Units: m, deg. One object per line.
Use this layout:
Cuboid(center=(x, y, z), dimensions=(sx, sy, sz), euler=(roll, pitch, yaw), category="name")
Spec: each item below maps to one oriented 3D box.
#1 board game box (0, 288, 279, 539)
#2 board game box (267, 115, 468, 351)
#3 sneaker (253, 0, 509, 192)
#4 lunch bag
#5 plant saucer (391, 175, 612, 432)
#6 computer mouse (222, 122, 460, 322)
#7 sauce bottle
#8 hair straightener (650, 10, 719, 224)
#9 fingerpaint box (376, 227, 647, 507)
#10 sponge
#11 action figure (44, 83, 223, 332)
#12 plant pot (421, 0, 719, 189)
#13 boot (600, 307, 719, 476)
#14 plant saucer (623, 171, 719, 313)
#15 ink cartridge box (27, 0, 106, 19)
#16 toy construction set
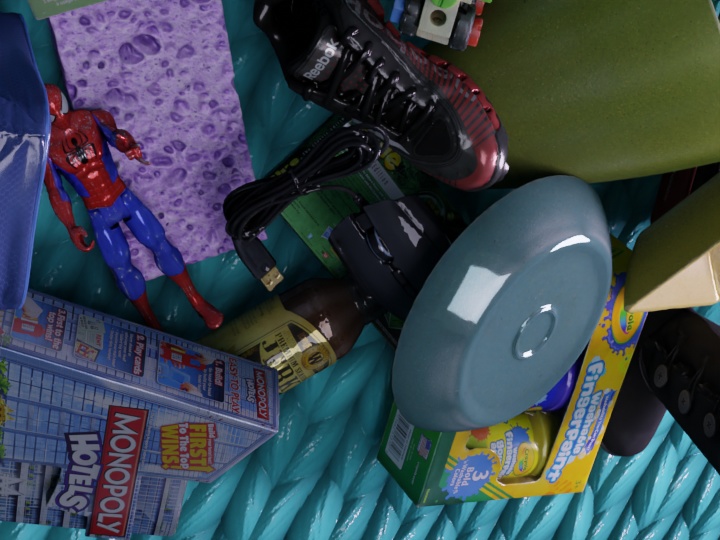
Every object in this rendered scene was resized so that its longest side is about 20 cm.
Cuboid(center=(-0.159, 0.109, 0.938), dimensions=(0.197, 0.062, 0.202), euler=(8, 129, -10), category="board game box")
Cuboid(center=(0.021, -0.025, 1.042), dimensions=(0.104, 0.023, 0.200), euler=(-39, 123, -1), category="board game box")
Cuboid(center=(0.007, -0.120, 0.892), dimensions=(0.071, 0.200, 0.098), euler=(-50, 169, 29), category="sneaker")
Cuboid(center=(-0.254, -0.066, 0.794), dimensions=(0.131, 0.200, 0.137), euler=(4, 117, -23), category="lunch bag")
Cuboid(center=(0.106, 0.033, 0.949), dimensions=(0.199, 0.036, 0.202), euler=(-30, 140, -28), category="plant saucer")
Cuboid(center=(0.000, 0.000, 0.932), dimensions=(0.139, 0.046, 0.200), euler=(-23, 134, 23), category="computer mouse")
Cuboid(center=(-0.051, 0.047, 1.006), dimensions=(0.198, 0.065, 0.065), euler=(-31, 122, 1), category="sauce bottle")
Cuboid(center=(0.283, -0.121, 1.113), dimensions=(0.076, 0.041, 0.203), euler=(0, 109, -24), category="hair straightener")
Cuboid(center=(0.120, 0.074, 1.085), dimensions=(0.165, 0.073, 0.202), euler=(1, 116, -33), category="fingerpaint box")
Cuboid(center=(-0.132, -0.094, 0.936), dimensions=(0.110, 0.030, 0.202), euler=(-18, 119, -15), category="sponge")
Cuboid(center=(-0.146, -0.025, 0.892), dimensions=(0.065, 0.099, 0.201), euler=(-31, 119, -7), category="action figure")
Cuboid(center=(0.139, -0.132, 0.960), dimensions=(0.198, 0.188, 0.188), euler=(-20, 123, 12), category="plant pot")
Cuboid(center=(0.257, 0.116, 1.108), dimensions=(0.065, 0.200, 0.167), euler=(-6, 116, -21), category="boot")
Cuboid(center=(0.291, -0.046, 1.031), dimensions=(0.200, 0.049, 0.199), euler=(-40, 160, 27), category="plant saucer")
Cuboid(center=(-0.153, -0.259, 0.806), dimensions=(0.144, 0.048, 0.202), euler=(-13, 120, 10), category="ink cartridge box")
Cuboid(center=(0.057, -0.216, 0.876), dimensions=(0.091, 0.200, 0.133), euler=(23, 119, 13), category="toy construction set")
